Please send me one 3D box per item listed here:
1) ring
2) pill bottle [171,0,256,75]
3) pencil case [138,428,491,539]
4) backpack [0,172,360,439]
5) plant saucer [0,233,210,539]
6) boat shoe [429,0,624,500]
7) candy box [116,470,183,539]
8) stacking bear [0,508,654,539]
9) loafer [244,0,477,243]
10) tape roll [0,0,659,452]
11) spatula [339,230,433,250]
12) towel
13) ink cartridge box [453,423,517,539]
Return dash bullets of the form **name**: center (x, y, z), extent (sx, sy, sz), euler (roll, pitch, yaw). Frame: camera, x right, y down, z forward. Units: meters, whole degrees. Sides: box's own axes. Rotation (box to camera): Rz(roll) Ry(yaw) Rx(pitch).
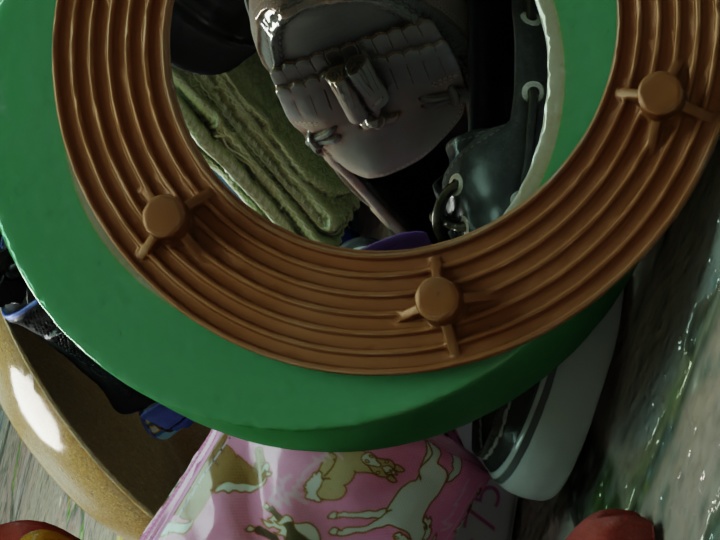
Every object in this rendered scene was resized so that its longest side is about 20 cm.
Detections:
- **ring**: center (0.007, -0.070, 0.824), extent (0.019, 0.200, 0.201), euler (42, -123, -74)
- **pill bottle**: center (-0.002, -0.155, 0.972), extent (0.200, 0.112, 0.112), euler (-37, 33, 29)
- **pencil case**: center (-0.044, 0.117, 0.910), extent (0.200, 0.087, 0.083), euler (-58, -27, 4)
- **backpack**: center (-0.061, -0.049, 1.311), extent (0.200, 0.135, 0.183), euler (-41, 25, 16)
- **plant saucer**: center (-0.118, 0.060, 1.358), extent (0.035, 0.200, 0.200), euler (-37, 25, 15)
- **boat shoe**: center (0.050, -0.028, 0.909), extent (0.069, 0.057, 0.200), euler (129, 151, -68)
- **candy box**: center (-0.099, 0.211, 1.435), extent (0.115, 0.055, 0.200), euler (126, 153, -65)
- **stacking bear**: center (-0.031, 0.119, 0.785), extent (0.114, 0.200, 0.122), euler (113, 165, -46)
- **loafer**: center (0.015, -0.052, 0.980), extent (0.200, 0.072, 0.063), euler (46, -147, -67)
- **tape roll**: center (-0.010, -0.048, 0.858), extent (0.048, 0.200, 0.201), euler (42, -123, -74)
- **spatula**: center (0.000, 0.000, 0.979), extent (0.021, 0.056, 0.200), euler (62, -177, -2)
- **towel**: center (-0.035, -0.095, 1.108), extent (0.036, 0.148, 0.200), euler (-33, 13, 29)
- **ink cartridge box**: center (0.017, 0.062, 1.040), extent (0.200, 0.042, 0.119), euler (137, 144, -75)
